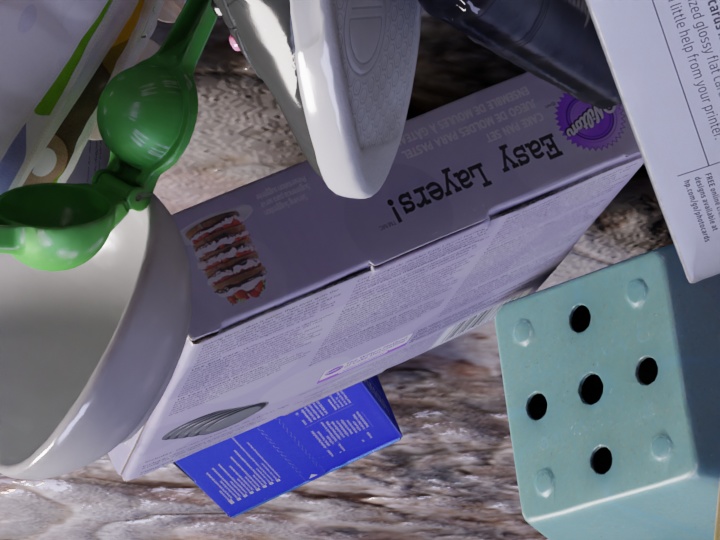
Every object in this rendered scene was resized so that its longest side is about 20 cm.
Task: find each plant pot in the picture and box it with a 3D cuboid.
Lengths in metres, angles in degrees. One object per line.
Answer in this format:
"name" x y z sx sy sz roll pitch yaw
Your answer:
"plant pot" 0.158 0.055 1.101 0.141 0.141 0.200 -21 160 41

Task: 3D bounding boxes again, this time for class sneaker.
"sneaker" -0.047 -0.110 0.747 0.099 0.071 0.200 -1 124 24

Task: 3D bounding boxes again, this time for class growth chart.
"growth chart" -0.108 -0.072 0.804 0.018 0.200 0.145 31 171 36

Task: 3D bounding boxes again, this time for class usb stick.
"usb stick" 0.055 -0.088 0.835 0.033 0.056 0.200 -2 175 18

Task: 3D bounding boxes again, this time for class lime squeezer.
"lime squeezer" -0.084 -0.046 0.813 0.038 0.200 0.071 15 145 57

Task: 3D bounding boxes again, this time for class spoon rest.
"spoon rest" -0.106 0.022 0.892 0.061 0.099 0.200 26 168 -16

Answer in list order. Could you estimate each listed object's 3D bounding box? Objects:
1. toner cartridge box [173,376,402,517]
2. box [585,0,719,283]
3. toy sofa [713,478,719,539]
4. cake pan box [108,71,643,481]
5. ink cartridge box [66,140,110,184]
"toner cartridge box" -0.051 0.048 1.215 0.095 0.043 0.200 -24 155 4
"box" 0.164 -0.092 0.769 0.200 0.041 0.156 -20 131 5
"toy sofa" 0.166 0.051 0.861 0.083 0.200 0.098 -12 146 36
"cake pan box" 0.000 0.000 1.018 0.200 0.052 0.184 -23 169 -17
"ink cartridge box" -0.174 -0.060 0.920 0.145 0.088 0.200 -4 156 10
